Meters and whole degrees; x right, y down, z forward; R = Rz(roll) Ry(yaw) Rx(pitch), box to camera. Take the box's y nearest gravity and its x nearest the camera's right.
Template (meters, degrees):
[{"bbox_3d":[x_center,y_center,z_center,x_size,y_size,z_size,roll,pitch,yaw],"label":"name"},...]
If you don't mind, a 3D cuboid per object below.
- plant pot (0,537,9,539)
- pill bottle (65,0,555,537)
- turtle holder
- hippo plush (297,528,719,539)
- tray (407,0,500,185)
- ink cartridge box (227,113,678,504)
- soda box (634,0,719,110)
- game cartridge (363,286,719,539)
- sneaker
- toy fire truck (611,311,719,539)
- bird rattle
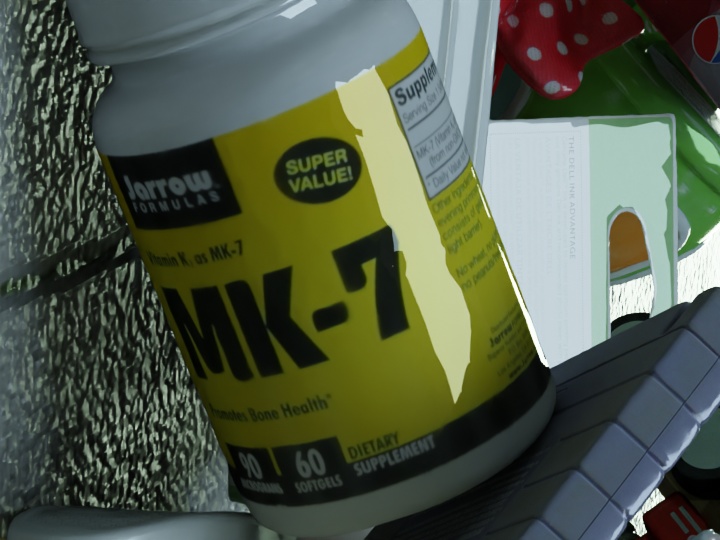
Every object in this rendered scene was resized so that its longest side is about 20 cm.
[{"bbox_3d":[-0.077,0.182,0.790,0.201,0.188,0.202,7,90,-71],"label":"plant pot"},{"bbox_3d":[-0.020,-0.025,0.920,0.201,0.114,0.114,68,29,-15],"label":"pill bottle"},{"bbox_3d":[0.098,-0.074,1.266,0.141,0.132,0.186,33,20,-47],"label":"turtle holder"},{"bbox_3d":[0.068,0.163,1.165,0.200,0.160,0.160,-11,118,-53],"label":"hippo plush"},{"bbox_3d":[0.010,-0.047,1.019,0.107,0.022,0.201,6,89,-37],"label":"tray"},{"bbox_3d":[0.039,0.011,1.089,0.199,0.048,0.146,-4,95,-41],"label":"ink cartridge box"},{"bbox_3d":[0.177,-0.102,1.176,0.063,0.070,0.200,-40,166,14],"label":"soda box"},{"bbox_3d":[0.051,0.081,0.953,0.130,0.038,0.200,-54,-172,-24],"label":"game cartridge"},{"bbox_3d":[-0.069,0.131,0.962,0.200,0.070,0.100,26,67,-73],"label":"sneaker"},{"bbox_3d":[0.119,0.153,1.423,0.200,0.176,0.129,-34,146,-6],"label":"toy fire truck"},{"bbox_3d":[0.031,-0.150,1.098,0.163,0.112,0.201,-18,118,-49],"label":"bird rattle"}]
